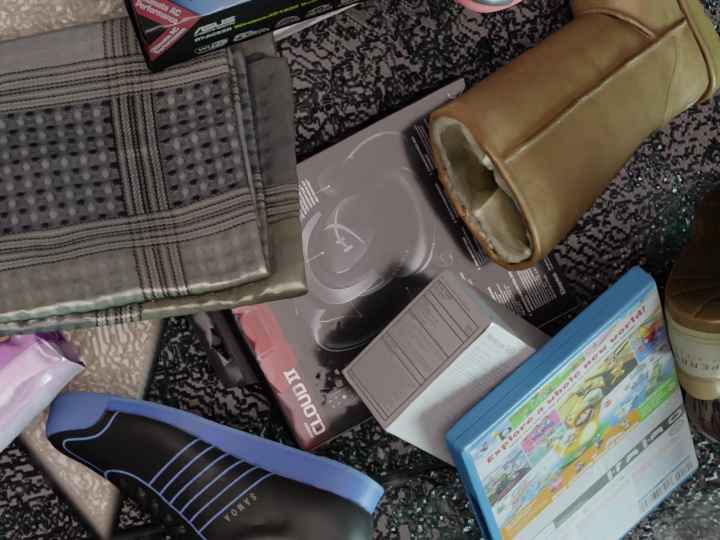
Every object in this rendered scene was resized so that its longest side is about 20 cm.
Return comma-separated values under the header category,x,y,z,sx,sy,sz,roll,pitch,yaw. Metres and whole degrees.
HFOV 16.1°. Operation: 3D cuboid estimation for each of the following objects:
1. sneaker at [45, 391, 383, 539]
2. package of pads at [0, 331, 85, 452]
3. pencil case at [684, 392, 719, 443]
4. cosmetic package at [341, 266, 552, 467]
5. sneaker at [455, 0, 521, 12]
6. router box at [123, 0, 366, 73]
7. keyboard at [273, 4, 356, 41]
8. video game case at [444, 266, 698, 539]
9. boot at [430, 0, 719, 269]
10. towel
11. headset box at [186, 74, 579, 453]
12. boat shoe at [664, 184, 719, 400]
category,x,y,z,sx,sy,sz,roll,pitch,yaw
sneaker,-0.090,0.127,1.421,0.199,0.070,0.078,15,71,12
package of pads,-0.262,0.079,1.411,0.121,0.076,0.200,45,86,3
pencil case,0.256,0.077,1.426,0.089,0.200,0.078,-30,104,-10
cosmetic package,0.076,0.069,1.405,0.083,0.200,0.051,-43,57,9
sneaker,0.060,-0.174,1.365,0.074,0.200,0.087,33,118,-11
router box,-0.079,-0.227,1.408,0.149,0.062,0.201,-19,76,-7
keyboard,-0.025,-0.174,1.472,0.199,0.011,0.056,-25,95,-6
video game case,0.122,0.101,1.419,0.143,0.200,0.018,-40,55,-13
boot,0.107,-0.123,1.412,0.200,0.066,0.175,-38,97,-37
towel,-0.131,-0.058,1.393,0.199,0.035,0.193,-8,57,-2
headset box,0.000,0.000,1.450,0.199,0.077,0.149,-29,95,-5
boat shoe,0.217,0.005,1.445,0.074,0.200,0.067,14,122,23
